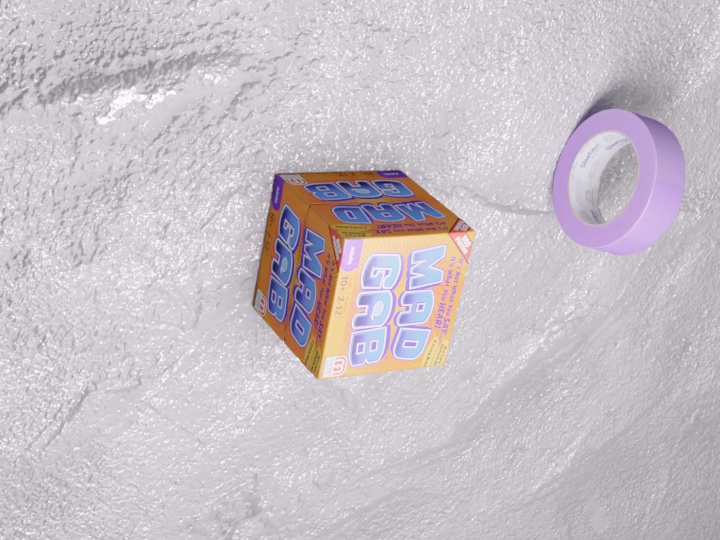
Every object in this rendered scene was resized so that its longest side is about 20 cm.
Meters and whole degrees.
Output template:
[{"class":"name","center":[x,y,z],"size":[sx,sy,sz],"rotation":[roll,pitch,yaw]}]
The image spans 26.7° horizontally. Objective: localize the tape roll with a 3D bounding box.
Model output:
[{"class":"tape roll","center":[0.367,-0.126,2.160],"size":[0.065,0.200,0.201],"rotation":[12,110,-36]}]

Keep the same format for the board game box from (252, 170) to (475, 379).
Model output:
[{"class":"board game box","center":[0.000,0.000,2.001],"size":[0.198,0.200,0.202],"rotation":[-4,118,-30]}]
